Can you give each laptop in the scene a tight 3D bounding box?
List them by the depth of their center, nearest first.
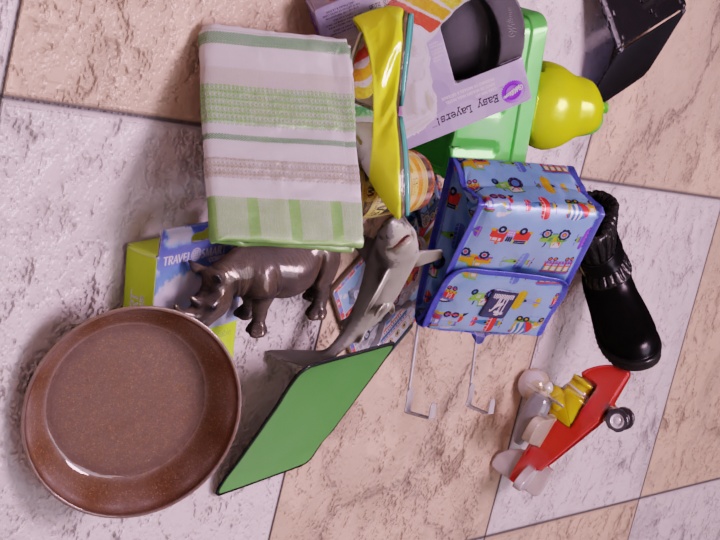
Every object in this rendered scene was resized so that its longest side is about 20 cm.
[{"bbox_3d":[0.330,-0.327,1.956,0.177,0.103,0.202,-34,107,-42],"label":"laptop"}]

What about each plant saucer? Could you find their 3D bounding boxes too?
[{"bbox_3d":[-0.204,0.121,1.349,0.198,0.037,0.203,-8,112,-19],"label":"plant saucer"}]

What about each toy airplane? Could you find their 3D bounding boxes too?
[{"bbox_3d":[0.250,0.199,2.021,0.198,0.142,0.200,-28,165,-31],"label":"toy airplane"}]

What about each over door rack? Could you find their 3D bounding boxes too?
[{"bbox_3d":[0.087,0.065,1.719,0.147,0.066,0.203,2,86,-55],"label":"over door rack"}]

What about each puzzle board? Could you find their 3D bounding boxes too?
[{"bbox_3d":[0.045,0.011,1.718,0.200,0.017,0.152,-48,140,-29],"label":"puzzle board"}]

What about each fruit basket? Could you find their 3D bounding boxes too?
[{"bbox_3d":[0.158,-0.187,1.652,0.214,0.155,0.219,-16,118,-33],"label":"fruit basket"}]

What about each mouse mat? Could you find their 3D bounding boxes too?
[{"bbox_3d":[-0.057,0.153,1.577,0.160,0.008,0.201,-12,144,-52],"label":"mouse mat"}]

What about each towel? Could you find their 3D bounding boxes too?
[{"bbox_3d":[-0.073,-0.116,1.354,0.147,0.031,0.203,3,73,-21],"label":"towel"}]

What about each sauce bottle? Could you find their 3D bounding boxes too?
[{"bbox_3d":[-0.009,-0.078,1.445,0.199,0.066,0.067,-14,117,-49],"label":"sauce bottle"}]

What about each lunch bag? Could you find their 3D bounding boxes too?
[{"bbox_3d":[0.147,-0.009,1.617,0.149,0.094,0.202,2,125,-22],"label":"lunch bag"}]

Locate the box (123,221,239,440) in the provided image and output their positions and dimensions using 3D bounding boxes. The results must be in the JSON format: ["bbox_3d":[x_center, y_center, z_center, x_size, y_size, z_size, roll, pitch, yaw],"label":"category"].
[{"bbox_3d":[-0.166,0.045,1.411,0.121,0.047,0.203,-15,118,-51],"label":"box"}]

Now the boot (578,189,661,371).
[{"bbox_3d":[0.329,0.013,1.989,0.078,0.212,0.159,-17,135,-3],"label":"boot"}]

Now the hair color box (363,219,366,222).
[{"bbox_3d":[-0.066,-0.093,1.470,0.111,0.063,0.201,-53,144,-24],"label":"hair color box"}]

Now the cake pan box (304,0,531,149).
[{"bbox_3d":[0.063,-0.220,1.495,0.198,0.052,0.186,-21,127,-5],"label":"cake pan box"}]

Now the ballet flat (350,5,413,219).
[{"bbox_3d":[0.015,-0.147,1.412,0.067,0.066,0.203,89,3,-81],"label":"ballet flat"}]

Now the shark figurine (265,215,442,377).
[{"bbox_3d":[-0.002,0.012,1.557,0.128,0.089,0.216,-12,141,-56],"label":"shark figurine"}]

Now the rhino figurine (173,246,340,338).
[{"bbox_3d":[-0.095,0.011,1.399,0.198,0.060,0.089,-15,125,-42],"label":"rhino figurine"}]
